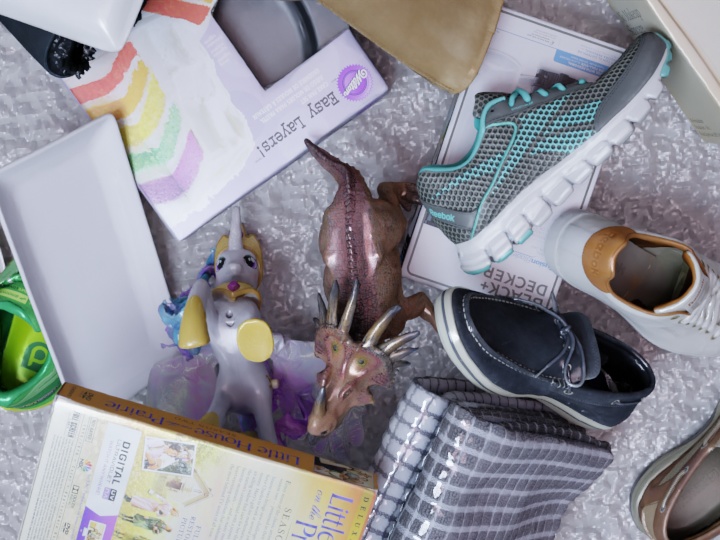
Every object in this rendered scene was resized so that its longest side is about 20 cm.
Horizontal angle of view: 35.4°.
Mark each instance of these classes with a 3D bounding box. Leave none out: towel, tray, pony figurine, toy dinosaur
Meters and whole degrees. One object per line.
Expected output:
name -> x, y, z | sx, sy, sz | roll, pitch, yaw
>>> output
towel -> 0.079, 0.167, 0.776 | 0.085, 0.199, 0.167 | 26, 98, 38
tray -> -0.190, 0.002, 0.787 | 0.022, 0.107, 0.202 | 11, 125, 38
pony figurine -> -0.079, 0.073, 0.781 | 0.165, 0.200, 0.195 | -6, 112, -1
toy dinosaur -> 0.000, 0.000, 0.729 | 0.085, 0.135, 0.202 | -14, 85, 20

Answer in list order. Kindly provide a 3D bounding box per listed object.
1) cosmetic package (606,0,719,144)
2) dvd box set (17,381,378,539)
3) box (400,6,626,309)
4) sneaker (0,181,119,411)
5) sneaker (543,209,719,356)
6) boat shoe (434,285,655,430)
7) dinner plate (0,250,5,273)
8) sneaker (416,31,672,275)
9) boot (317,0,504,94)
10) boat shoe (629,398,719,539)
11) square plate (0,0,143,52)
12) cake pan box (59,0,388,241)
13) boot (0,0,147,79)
cosmetic package -> 0.222, -0.187, 0.774 | 0.073, 0.104, 0.201 | -37, 95, 5
dvd box set -> -0.104, 0.164, 0.685 | 0.198, 0.029, 0.148 | 16, 105, -5
box -> 0.111, -0.075, 0.810 | 0.116, 0.060, 0.202 | 19, 97, -2
sneaker -> -0.221, 0.010, 0.809 | 0.073, 0.084, 0.202 | 16, 97, 6
sneaker -> 0.223, 0.021, 0.783 | 0.199, 0.085, 0.073 | 20, 94, -28
boat shoe -> 0.127, 0.054, 0.758 | 0.199, 0.075, 0.062 | 26, 135, -35
dinner plate -> -0.359, 0.012, 0.843 | 0.198, 0.024, 0.202 | 0, 98, -1
sneaker -> 0.117, -0.093, 0.742 | 0.200, 0.078, 0.091 | -45, 91, 4
boot -> 0.009, -0.235, 0.734 | 0.199, 0.066, 0.177 | 23, 83, -21
boat shoe -> 0.287, 0.134, 0.830 | 0.076, 0.072, 0.200 | 42, 96, -5
square plate -> -0.196, -0.255, 0.697 | 0.197, 0.028, 0.202 | 20, 86, 19
cake pan box -> -0.102, -0.151, 0.807 | 0.199, 0.052, 0.185 | -34, 98, 4
boot -> -0.191, -0.244, 0.749 | 0.168, 0.076, 0.201 | 36, 89, 17
